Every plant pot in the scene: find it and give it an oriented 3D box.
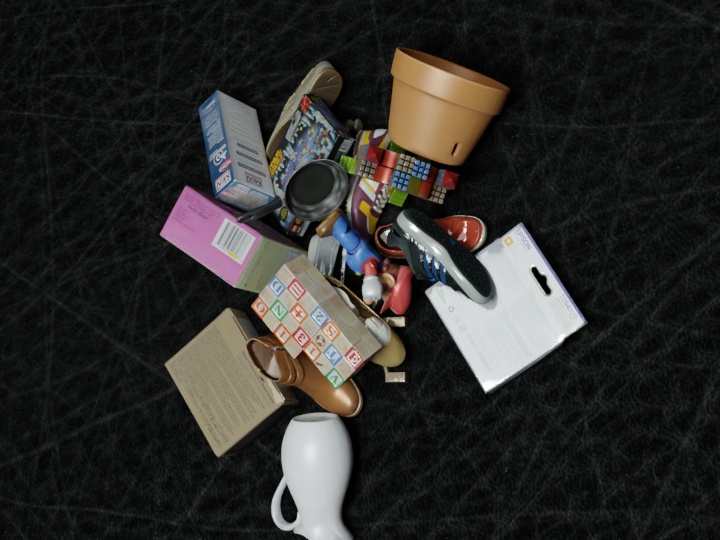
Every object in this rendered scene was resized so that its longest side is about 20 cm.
[{"bbox_3d":[0.128,-0.262,1.545,0.198,0.199,0.143,27,109,21],"label":"plant pot"}]

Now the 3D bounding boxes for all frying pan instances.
[{"bbox_3d":[-0.104,-0.111,1.552,0.189,0.115,0.031,-36,43,3],"label":"frying pan"}]

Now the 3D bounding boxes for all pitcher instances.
[{"bbox_3d":[-0.089,0.345,1.586,0.169,0.120,0.205,-1,93,36],"label":"pitcher"}]

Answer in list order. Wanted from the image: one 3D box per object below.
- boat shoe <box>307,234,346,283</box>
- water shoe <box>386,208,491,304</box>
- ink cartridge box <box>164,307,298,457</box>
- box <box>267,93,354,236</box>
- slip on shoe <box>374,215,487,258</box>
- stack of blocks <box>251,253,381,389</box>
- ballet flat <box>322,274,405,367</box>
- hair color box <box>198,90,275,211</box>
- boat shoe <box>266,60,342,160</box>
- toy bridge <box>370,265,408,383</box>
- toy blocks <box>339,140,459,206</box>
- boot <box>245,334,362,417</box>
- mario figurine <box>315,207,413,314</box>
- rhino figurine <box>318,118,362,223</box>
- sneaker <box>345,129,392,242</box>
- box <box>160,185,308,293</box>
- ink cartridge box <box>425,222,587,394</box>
[{"bbox_3d":[-0.053,0.036,1.629,0.070,0.070,0.206,-2,80,24],"label":"boat shoe"},{"bbox_3d":[0.128,-0.012,1.529,0.200,0.071,0.079,47,128,10],"label":"water shoe"},{"bbox_3d":[-0.228,0.198,1.672,0.164,0.075,0.202,-38,71,11],"label":"ink cartridge box"},{"bbox_3d":[-0.099,-0.182,1.639,0.137,0.039,0.202,52,121,41],"label":"box"},{"bbox_3d":[0.114,-0.055,1.583,0.196,0.061,0.076,-3,80,19],"label":"slip on shoe"},{"bbox_3d":[-0.073,0.090,1.535,0.201,0.058,0.115,49,127,8],"label":"stack of blocks"},{"bbox_3d":[-0.006,0.083,1.557,0.199,0.063,0.069,40,77,9],"label":"ballet flat"},{"bbox_3d":[-0.221,-0.209,1.679,0.060,0.099,0.203,-34,55,30],"label":"hair color box"},{"bbox_3d":[-0.105,-0.283,1.699,0.202,0.071,0.065,-55,32,18],"label":"boat shoe"},{"bbox_3d":[0.048,0.088,1.606,0.066,0.027,0.205,-4,81,21],"label":"toy bridge"},{"bbox_3d":[0.071,-0.156,1.526,0.196,0.137,0.102,18,94,-10],"label":"toy blocks"},{"bbox_3d":[-0.098,0.179,1.581,0.198,0.154,0.075,34,96,22],"label":"boot"},{"bbox_3d":[0.000,0.000,1.555,0.200,0.123,0.106,46,136,0],"label":"mario figurine"},{"bbox_3d":[-0.055,-0.168,1.661,0.086,0.059,0.205,6,86,41],"label":"rhino figurine"},{"bbox_3d":[0.030,-0.143,1.620,0.088,0.075,0.205,2,85,21],"label":"sneaker"},{"bbox_3d":[-0.211,-0.045,1.630,0.174,0.199,0.098,32,94,22],"label":"box"},{"bbox_3d":[0.235,0.061,1.531,0.198,0.040,0.202,-35,72,13],"label":"ink cartridge box"}]
